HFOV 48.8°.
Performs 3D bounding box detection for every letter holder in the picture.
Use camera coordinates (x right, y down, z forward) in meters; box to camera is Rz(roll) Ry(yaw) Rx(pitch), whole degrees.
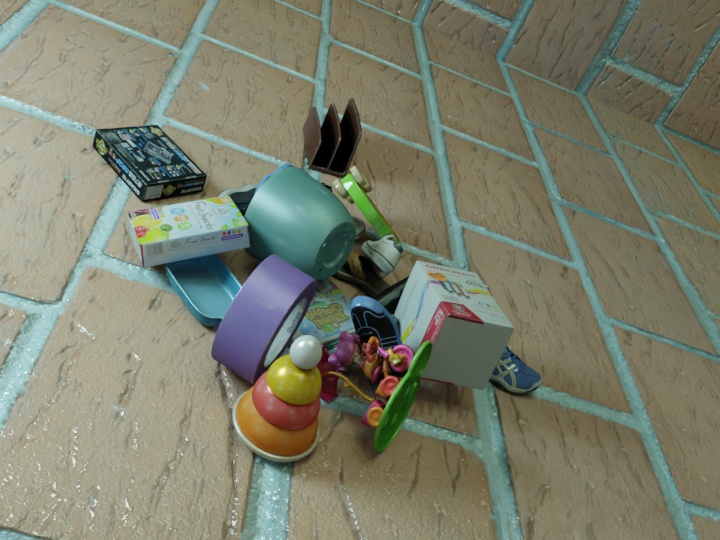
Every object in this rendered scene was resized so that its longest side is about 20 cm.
[{"bbox_3d":[-0.072,-0.360,2.036,0.099,0.143,0.201,14,35,-20],"label":"letter holder"}]

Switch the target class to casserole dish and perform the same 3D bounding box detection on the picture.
[{"bbox_3d":[-0.281,0.033,1.441,0.120,0.039,0.200,-9,48,-44],"label":"casserole dish"}]

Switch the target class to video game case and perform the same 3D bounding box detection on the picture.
[{"bbox_3d":[-0.099,0.073,1.532,0.199,0.022,0.182,-14,51,-46],"label":"video game case"}]

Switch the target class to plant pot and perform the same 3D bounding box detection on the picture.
[{"bbox_3d":[-0.106,-0.076,1.543,0.160,0.203,0.200,32,31,26],"label":"plant pot"}]

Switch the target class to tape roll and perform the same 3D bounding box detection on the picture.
[{"bbox_3d":[-0.157,0.081,1.313,0.084,0.201,0.200,30,33,5],"label":"tape roll"}]

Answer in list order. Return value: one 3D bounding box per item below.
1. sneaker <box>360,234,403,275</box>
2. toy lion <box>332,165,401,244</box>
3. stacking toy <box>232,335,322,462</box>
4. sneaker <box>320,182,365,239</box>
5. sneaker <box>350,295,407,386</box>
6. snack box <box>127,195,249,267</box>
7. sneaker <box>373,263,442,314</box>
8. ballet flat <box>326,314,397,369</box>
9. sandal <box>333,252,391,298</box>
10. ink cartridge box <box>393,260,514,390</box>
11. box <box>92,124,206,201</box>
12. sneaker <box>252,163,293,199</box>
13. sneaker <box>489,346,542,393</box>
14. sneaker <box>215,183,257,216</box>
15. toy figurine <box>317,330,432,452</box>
[{"bbox_3d":[0.053,-0.039,1.691,0.073,0.071,0.200,48,0,-16],"label":"sneaker"},{"bbox_3d":[0.026,-0.129,1.780,0.193,0.068,0.200,56,6,5],"label":"toy lion"},{"bbox_3d":[-0.102,0.180,1.215,0.144,0.201,0.147,19,34,-13],"label":"stacking toy"},{"bbox_3d":[-0.058,-0.128,1.752,0.198,0.116,0.076,2,40,-35],"label":"sneaker"},{"bbox_3d":[0.033,0.141,1.410,0.201,0.069,0.078,60,35,-26],"label":"sneaker"},{"bbox_3d":[-0.320,-0.076,1.473,0.198,0.054,0.142,-11,33,-21],"label":"snack box"},{"bbox_3d":[0.104,0.073,1.624,0.198,0.076,0.115,-26,95,-27],"label":"sneaker"},{"bbox_3d":[0.011,0.142,1.488,0.074,0.075,0.199,42,38,22],"label":"ballet flat"},{"bbox_3d":[0.000,0.000,1.673,0.199,0.055,0.082,35,33,11],"label":"sandal"},{"bbox_3d":[0.168,0.099,1.500,0.144,0.146,0.201,12,25,-21],"label":"ink cartridge box"},{"bbox_3d":[-0.446,-0.232,1.680,0.200,0.046,0.158,44,36,24],"label":"box"},{"bbox_3d":[-0.163,-0.155,1.619,0.082,0.071,0.200,30,38,7],"label":"sneaker"},{"bbox_3d":[0.281,0.181,1.605,0.198,0.078,0.076,26,32,-2],"label":"sneaker"},{"bbox_3d":[-0.219,-0.109,1.646,0.145,0.078,0.202,33,32,13],"label":"sneaker"},{"bbox_3d":[-0.001,0.171,1.340,0.183,0.202,0.150,26,1,19],"label":"toy figurine"}]
